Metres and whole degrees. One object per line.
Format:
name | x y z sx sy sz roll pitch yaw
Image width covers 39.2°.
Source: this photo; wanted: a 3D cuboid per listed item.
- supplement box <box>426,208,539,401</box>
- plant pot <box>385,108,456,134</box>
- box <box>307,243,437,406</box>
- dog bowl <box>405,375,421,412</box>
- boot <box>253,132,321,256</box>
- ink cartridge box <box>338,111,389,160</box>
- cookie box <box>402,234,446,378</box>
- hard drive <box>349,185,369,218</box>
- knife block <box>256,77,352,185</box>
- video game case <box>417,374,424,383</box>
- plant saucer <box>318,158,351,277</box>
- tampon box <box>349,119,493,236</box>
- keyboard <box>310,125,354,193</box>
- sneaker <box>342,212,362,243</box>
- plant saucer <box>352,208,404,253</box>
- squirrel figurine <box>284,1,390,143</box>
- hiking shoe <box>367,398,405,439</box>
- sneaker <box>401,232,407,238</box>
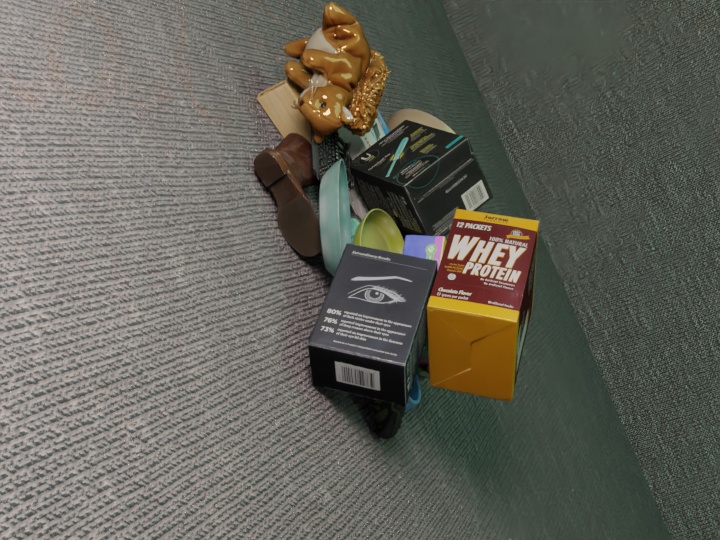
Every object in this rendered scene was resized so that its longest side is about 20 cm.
supplement box | 0.189 0.052 1.552 0.198 0.131 0.201 84 21 -48
plant pot | 0.109 -0.217 2.118 0.135 0.199 0.201 -55 127 -25
box | 0.023 0.075 1.474 0.105 0.146 0.201 86 21 -49
dog bowl | 0.038 0.155 1.680 0.201 0.049 0.112 56 23 -27
boot | -0.094 -0.130 1.655 0.188 0.064 0.200 66 15 -9
ink cartridge box | -0.025 -0.285 1.956 0.147 0.085 0.200 60 19 -16
cookie box | 0.121 0.065 1.705 0.200 0.074 0.173 59 36 -54
hard drive | 0.009 -0.113 1.920 0.141 0.038 0.200 62 20 -14
knife block | -0.086 -0.226 1.763 0.200 0.063 0.177 11 58 -66
video game case | 0.129 0.091 1.889 0.182 0.023 0.203 -32 125 -69
plant saucer | -0.040 -0.075 1.602 0.200 0.035 0.203 -3 90 -86
tampon box | 0.101 -0.157 1.761 0.200 0.149 0.127 29 -28 56
keyboard | -0.046 -0.213 1.733 0.127 0.020 0.202 41 36 -47
sneaker | 0.000 0.000 1.746 0.088 0.074 0.202 -26 103 -80
plant saucer | 0.033 -0.001 1.674 0.200 0.031 0.202 35 50 -55
squirrel figurine | -0.030 -0.300 1.678 0.199 0.141 0.189 25 53 -39
hiking shoe | 0.014 0.168 1.584 0.076 0.099 0.203 -145 -129 -74
sneaker | 0.059 -0.112 1.914 0.078 0.075 0.202 -6 79 -83
